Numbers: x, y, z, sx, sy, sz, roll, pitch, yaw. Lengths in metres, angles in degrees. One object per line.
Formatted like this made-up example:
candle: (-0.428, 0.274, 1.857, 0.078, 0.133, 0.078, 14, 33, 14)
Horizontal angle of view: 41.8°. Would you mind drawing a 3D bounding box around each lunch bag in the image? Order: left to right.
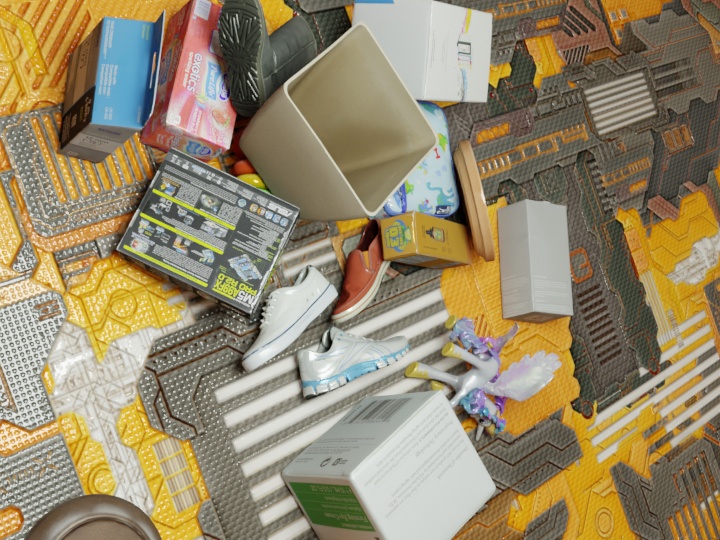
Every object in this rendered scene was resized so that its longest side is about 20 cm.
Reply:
lunch bag: (0.072, -0.173, 1.528, 0.159, 0.082, 0.203, 1, 78, -32)

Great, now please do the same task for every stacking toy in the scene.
stacking toy: (-0.152, -0.106, 1.344, 0.084, 0.085, 0.203, 6, 79, -34)

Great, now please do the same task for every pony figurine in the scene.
pony figurine: (0.199, 0.163, 1.520, 0.199, 0.167, 0.194, 39, 93, -26)

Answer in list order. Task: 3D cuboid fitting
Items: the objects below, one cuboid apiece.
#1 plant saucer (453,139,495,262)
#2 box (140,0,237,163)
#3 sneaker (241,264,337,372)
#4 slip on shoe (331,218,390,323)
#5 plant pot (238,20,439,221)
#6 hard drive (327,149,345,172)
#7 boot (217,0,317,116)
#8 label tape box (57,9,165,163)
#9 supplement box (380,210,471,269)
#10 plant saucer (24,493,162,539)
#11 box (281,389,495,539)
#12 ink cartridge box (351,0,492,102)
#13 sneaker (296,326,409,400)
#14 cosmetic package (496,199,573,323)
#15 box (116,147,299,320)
plant saucer: (0.184, -0.112, 1.547, 0.032, 0.200, 0.203, -13, 87, 5)
box: (-0.227, -0.265, 1.323, 0.102, 0.094, 0.203, 19, 70, -31)
sneaker: (-0.115, 0.067, 1.357, 0.071, 0.073, 0.200, 49, 48, -6)
slip on shoe: (0.000, 0.000, 1.444, 0.061, 0.074, 0.201, 43, 54, -20)
plant pot: (-0.046, -0.183, 1.295, 0.201, 0.176, 0.200, 54, 50, -15)
hard drive: (-0.057, -0.181, 1.425, 0.198, 0.026, 0.133, 25, 75, -10)
boot: (-0.120, -0.324, 1.322, 0.200, 0.072, 0.184, -47, 148, -50)
label tape box: (-0.316, -0.235, 1.188, 0.065, 0.199, 0.146, 11, 73, -31)
supplement box: (0.106, -0.045, 1.487, 0.199, 0.068, 0.068, 11, 72, -60)
plant saucer: (-0.325, 0.379, 1.158, 0.198, 0.032, 0.203, 8, 77, -34)
box: (0.038, 0.297, 1.328, 0.199, 0.198, 0.173, -37, 102, -33)
ink cartridge box: (0.098, -0.344, 1.488, 0.199, 0.146, 0.147, -11, 108, -54)
sneaker: (-0.011, 0.119, 1.412, 0.198, 0.075, 0.088, -18, 85, -37)
cosmetic package: (0.307, -0.016, 1.658, 0.106, 0.090, 0.203, 8, 73, -33)
box: (-0.202, -0.050, 1.264, 0.198, 0.044, 0.162, 24, 75, -1)
